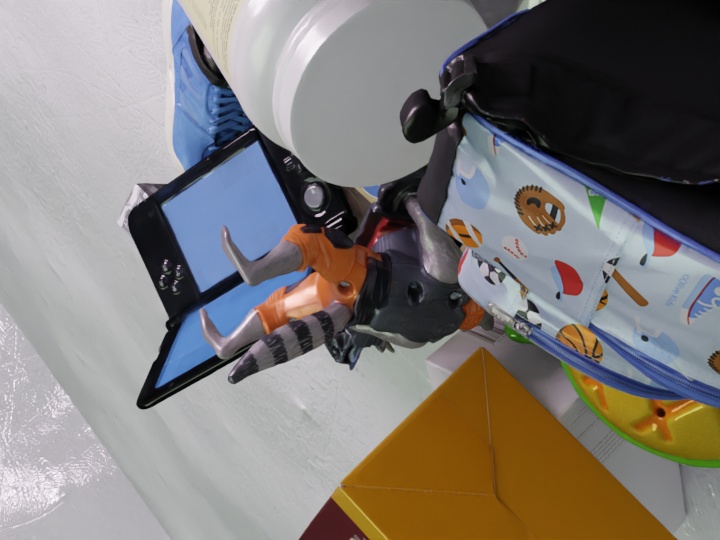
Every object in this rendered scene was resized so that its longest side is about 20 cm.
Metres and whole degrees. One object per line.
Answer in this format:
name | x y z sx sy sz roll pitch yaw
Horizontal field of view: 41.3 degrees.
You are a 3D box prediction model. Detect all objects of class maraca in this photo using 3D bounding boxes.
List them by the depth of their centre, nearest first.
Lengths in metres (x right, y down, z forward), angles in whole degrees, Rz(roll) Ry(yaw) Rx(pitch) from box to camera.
maraca | 0.167 0.028 0.556 0.199 0.107 0.138 35 108 30

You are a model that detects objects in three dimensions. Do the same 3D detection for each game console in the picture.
game console | -0.113 -0.014 0.765 0.199 0.116 0.177 -29 82 23

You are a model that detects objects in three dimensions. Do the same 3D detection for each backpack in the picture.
backpack | 0.139 -0.033 0.396 0.190 0.200 0.155 34 147 28

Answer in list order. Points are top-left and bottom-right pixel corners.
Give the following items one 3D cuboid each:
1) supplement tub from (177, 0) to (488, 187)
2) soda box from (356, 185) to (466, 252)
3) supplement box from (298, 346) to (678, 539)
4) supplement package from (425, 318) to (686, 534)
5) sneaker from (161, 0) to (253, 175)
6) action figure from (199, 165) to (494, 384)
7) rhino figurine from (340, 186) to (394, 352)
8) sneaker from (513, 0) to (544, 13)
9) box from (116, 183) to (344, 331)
supplement tub | -0.024 -0.159 0.565 0.146 0.144 0.201 89 155 -48
soda box | 0.051 -0.067 0.691 0.200 0.064 0.068 45 152 19
supplement box | 0.074 0.197 0.612 0.197 0.133 0.200 45 149 11
supplement package | 0.146 0.127 0.695 0.119 0.121 0.201 20 137 46
sneaker | -0.116 -0.149 0.817 0.111 0.076 0.202 14 111 55
action figure | -0.001 0.030 0.609 0.201 0.192 0.105 107 152 -46
rhino figurine | 0.000 0.000 0.855 0.087 0.060 0.201 26 144 48
sneaker | 0.111 -0.095 0.558 0.080 0.070 0.201 45 151 12
box | -0.115 -0.007 0.928 0.200 0.157 0.050 43 113 23
